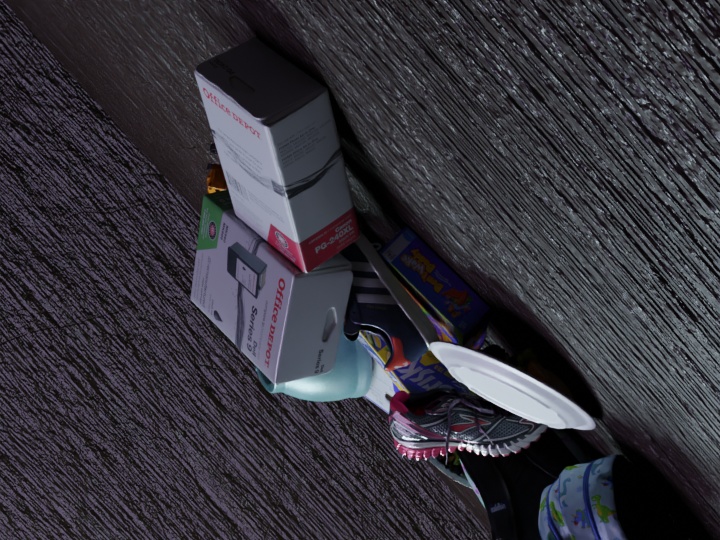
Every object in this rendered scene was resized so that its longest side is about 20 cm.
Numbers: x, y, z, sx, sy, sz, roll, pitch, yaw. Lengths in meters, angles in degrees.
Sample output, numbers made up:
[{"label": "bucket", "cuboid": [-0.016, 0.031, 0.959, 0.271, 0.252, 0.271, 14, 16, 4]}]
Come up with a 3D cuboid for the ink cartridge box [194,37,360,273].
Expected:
[{"label": "ink cartridge box", "cuboid": [-0.086, -0.122, 1.343, 0.145, 0.083, 0.202, 39, 152, 41]}]

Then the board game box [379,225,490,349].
[{"label": "board game box", "cuboid": [0.087, 0.036, 1.509, 0.134, 0.045, 0.200, 45, 172, 13]}]

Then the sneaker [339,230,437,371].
[{"label": "sneaker", "cuboid": [-0.001, 0.026, 1.448, 0.201, 0.084, 0.075, 51, 174, 11]}]

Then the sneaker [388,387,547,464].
[{"label": "sneaker", "cuboid": [0.130, 0.174, 1.519, 0.081, 0.197, 0.075, -83, -19, -58]}]

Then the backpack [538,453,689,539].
[{"label": "backpack", "cuboid": [0.283, 0.297, 1.403, 0.152, 0.164, 0.201, -6, 130, 23]}]

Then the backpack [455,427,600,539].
[{"label": "backpack", "cuboid": [0.207, 0.257, 1.596, 0.200, 0.166, 0.127, 50, 177, 32]}]

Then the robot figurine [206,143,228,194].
[{"label": "robot figurine", "cuboid": [-0.179, -0.140, 1.807, 0.057, 0.147, 0.200, 8, 173, 2]}]

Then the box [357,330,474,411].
[{"label": "box", "cuboid": [0.056, 0.100, 1.567, 0.201, 0.070, 0.064, 52, 172, -33]}]

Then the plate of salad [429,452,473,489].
[{"label": "plate of salad", "cuboid": [0.166, 0.232, 1.754, 0.198, 0.048, 0.201, 17, -151, -10]}]

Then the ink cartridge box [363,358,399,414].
[{"label": "ink cartridge box", "cuboid": [0.052, 0.109, 1.735, 0.198, 0.043, 0.203, 31, 132, 55]}]

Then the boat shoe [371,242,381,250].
[{"label": "boat shoe", "cuboid": [-0.005, 0.001, 1.649, 0.203, 0.074, 0.087, -89, -13, -62]}]

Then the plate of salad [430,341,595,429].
[{"label": "plate of salad", "cuboid": [0.169, 0.118, 1.399, 0.198, 0.048, 0.200, 26, 169, 6]}]

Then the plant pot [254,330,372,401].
[{"label": "plant pot", "cuboid": [-0.082, 0.099, 1.815, 0.200, 0.133, 0.203, 165, 90, -71]}]

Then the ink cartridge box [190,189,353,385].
[{"label": "ink cartridge box", "cuboid": [-0.106, 0.014, 1.467, 0.200, 0.083, 0.148, 39, 128, 42]}]
